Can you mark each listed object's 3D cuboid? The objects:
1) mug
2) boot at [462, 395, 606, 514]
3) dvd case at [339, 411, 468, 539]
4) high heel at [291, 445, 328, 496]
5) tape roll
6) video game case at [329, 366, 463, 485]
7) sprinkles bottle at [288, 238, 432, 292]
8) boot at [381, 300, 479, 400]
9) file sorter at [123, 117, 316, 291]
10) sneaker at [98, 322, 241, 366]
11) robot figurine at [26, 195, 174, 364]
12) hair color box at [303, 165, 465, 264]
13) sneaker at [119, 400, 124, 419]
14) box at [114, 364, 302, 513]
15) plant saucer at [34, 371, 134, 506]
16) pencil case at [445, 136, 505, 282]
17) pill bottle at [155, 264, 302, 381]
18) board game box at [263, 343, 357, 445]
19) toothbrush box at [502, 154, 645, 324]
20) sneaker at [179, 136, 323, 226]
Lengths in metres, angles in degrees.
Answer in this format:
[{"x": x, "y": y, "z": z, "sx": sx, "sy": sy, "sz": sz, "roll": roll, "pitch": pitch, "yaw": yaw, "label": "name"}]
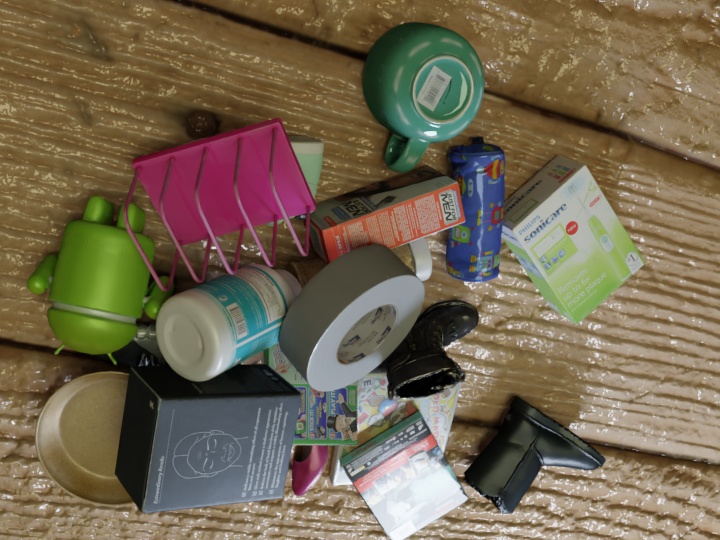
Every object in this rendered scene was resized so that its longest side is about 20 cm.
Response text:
[{"x": 0.093, "y": -0.234, "z": 1.284, "sx": 0.150, "sy": 0.114, "sz": 0.187, "roll": -21, "pitch": 113, "yaw": -12, "label": "mug"}, {"x": 0.279, "y": 0.319, "z": 1.550, "sx": 0.199, "sy": 0.076, "sz": 0.169, "roll": 33, "pitch": 91, "yaw": -18, "label": "boot"}, {"x": 0.070, "y": 0.325, "z": 1.486, "sx": 0.145, "sy": 0.022, "sz": 0.201, "roll": -31, "pitch": 121, "yaw": -1, "label": "dvd case"}, {"x": -0.088, "y": 0.226, "z": 1.391, "sx": 0.095, "sy": 0.067, "sz": 0.202, "roll": 17, "pitch": 96, "yaw": -33, "label": "high heel"}, {"x": -0.010, "y": 0.064, "z": 1.260, "sx": 0.199, "sy": 0.066, "sz": 0.201, "roll": -33, "pitch": 149, "yaw": -22, "label": "tape roll"}, {"x": 0.054, "y": 0.237, "z": 1.459, "sx": 0.180, "sy": 0.023, "sz": 0.202, "roll": 2, "pitch": 115, "yaw": -20, "label": "video game case"}, {"x": 0.000, "y": 0.000, "z": 1.348, "sx": 0.198, "sy": 0.068, "sz": 0.069, "roll": -13, "pitch": 111, "yaw": -19, "label": "sprinkles bottle"}, {"x": 0.109, "y": 0.121, "z": 1.372, "sx": 0.198, "sy": 0.174, "sz": 0.070, "roll": -20, "pitch": 113, "yaw": -12, "label": "boot"}, {"x": -0.171, "y": -0.072, "z": 1.180, "sx": 0.197, "sy": 0.126, "sz": 0.140, "roll": -14, "pitch": 129, "yaw": 11, "label": "file sorter"}, {"x": -0.249, "y": 0.134, "z": 1.279, "sx": 0.197, "sy": 0.075, "sz": 0.117, "roll": -3, "pitch": 70, "yaw": -19, "label": "sneaker"}, {"x": -0.324, "y": 0.012, "z": 1.201, "sx": 0.173, "sy": 0.116, "sz": 0.203, "roll": 11, "pitch": 85, "yaw": -4, "label": "robot figurine"}, {"x": 0.030, "y": -0.076, "z": 1.316, "sx": 0.198, "sy": 0.111, "sz": 0.065, "roll": -19, "pitch": 113, "yaw": -13, "label": "hair color box"}, {"x": -0.250, "y": 0.220, "z": 1.339, "sx": 0.197, "sy": 0.070, "sz": 0.101, "roll": 9, "pitch": 105, "yaw": -13, "label": "sneaker"}, {"x": -0.193, "y": 0.208, "z": 1.215, "sx": 0.198, "sy": 0.107, "sz": 0.150, "roll": 3, "pitch": 105, "yaw": -35, "label": "box"}, {"x": -0.326, "y": 0.217, "z": 1.269, "sx": 0.197, "sy": 0.036, "sz": 0.203, "roll": -2, "pitch": 112, "yaw": -6, "label": "plant saucer"}, {"x": 0.162, "y": -0.086, "z": 1.378, "sx": 0.078, "sy": 0.086, "sz": 0.203, "roll": -25, "pitch": 120, "yaw": -50, "label": "pencil case"}, {"x": -0.158, "y": 0.058, "z": 1.229, "sx": 0.199, "sy": 0.110, "sz": 0.112, "roll": -25, "pitch": 121, "yaw": -53, "label": "pill bottle"}, {"x": -0.070, "y": 0.142, "z": 1.346, "sx": 0.133, "sy": 0.029, "sz": 0.203, "roll": 4, "pitch": 77, "yaw": -20, "label": "board game box"}, {"x": 0.311, "y": -0.046, "z": 1.440, "sx": 0.145, "sy": 0.086, "sz": 0.201, "roll": -40, "pitch": 114, "yaw": -4, "label": "toothbrush box"}, {"x": -0.145, "y": -0.114, "z": 1.261, "sx": 0.198, "sy": 0.074, "sz": 0.120, "roll": -2, "pitch": 107, "yaw": -19, "label": "sneaker"}]
